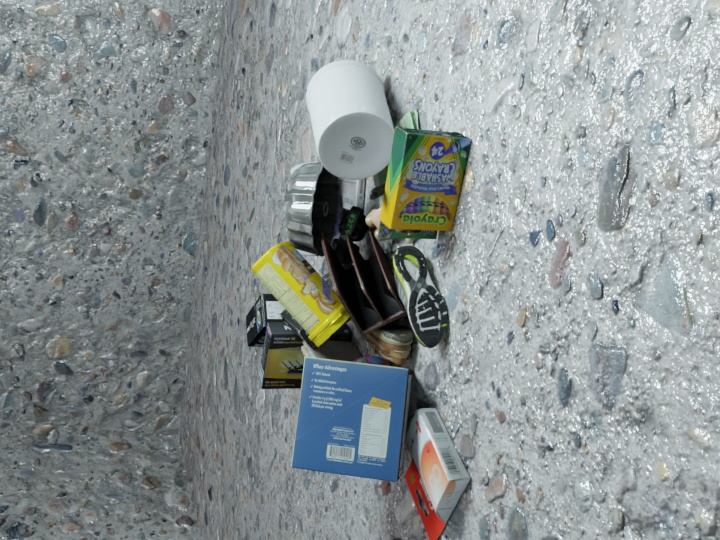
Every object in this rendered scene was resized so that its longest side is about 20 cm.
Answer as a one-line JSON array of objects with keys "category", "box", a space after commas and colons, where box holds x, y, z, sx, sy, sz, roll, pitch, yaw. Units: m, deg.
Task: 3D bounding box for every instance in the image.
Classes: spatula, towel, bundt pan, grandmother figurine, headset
[{"category": "spatula", "box": [0.054, -0.161, 1.341, 0.200, 0.020, 0.057, -46, -31, -62]}, {"category": "towel", "box": [-0.047, 0.217, 1.632, 0.200, 0.132, 0.035, -126, 47, -55]}, {"category": "bundt pan", "box": [-0.106, -0.132, 1.535, 0.202, 0.075, 0.203, 7, -90, -78]}, {"category": "grandmother figurine", "box": [0.079, -0.112, 1.433, 0.121, 0.061, 0.200, 49, 155, -13]}, {"category": "towel", "box": [0.077, -0.212, 1.497, 0.200, 0.023, 0.154, 136, 130, -57]}, {"category": "headset", "box": [-0.039, -0.073, 1.638, 0.200, 0.093, 0.124, 91, -161, -75]}]

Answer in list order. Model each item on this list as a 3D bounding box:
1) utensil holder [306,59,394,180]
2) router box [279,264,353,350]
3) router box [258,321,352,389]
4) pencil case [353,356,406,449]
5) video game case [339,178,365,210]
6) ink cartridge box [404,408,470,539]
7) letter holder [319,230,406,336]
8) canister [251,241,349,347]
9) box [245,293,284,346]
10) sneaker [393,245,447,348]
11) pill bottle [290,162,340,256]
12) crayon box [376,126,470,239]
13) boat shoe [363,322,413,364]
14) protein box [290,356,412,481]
[{"category": "utensil holder", "box": [-0.019, -0.306, 1.498, 0.201, 0.169, 0.171, -102, 25, -48]}, {"category": "router box", "box": [-0.067, 0.072, 1.621, 0.062, 0.200, 0.150, 53, 169, -22]}, {"category": "router box", "box": [-0.132, 0.202, 1.746, 0.052, 0.199, 0.158, -121, 38, -56]}, {"category": "pencil case", "box": [0.036, 0.275, 1.506, 0.088, 0.088, 0.201, 132, 131, -57]}, {"category": "video game case", "box": [-0.033, -0.240, 1.753, 0.200, 0.023, 0.184, -155, 67, -66]}, {"category": "ink cartridge box", "box": [0.118, 0.377, 1.346, 0.163, 0.050, 0.201, -115, 37, -47]}, {"category": "letter holder", "box": [0.000, 0.000, 1.459, 0.142, 0.100, 0.200, 58, -171, -38]}, {"category": "canister", "box": [-0.114, 0.042, 1.461, 0.087, 0.200, 0.149, -42, 0, 11]}, {"category": "box", "box": [-0.170, 0.126, 1.837, 0.164, 0.199, 0.087, 135, 132, -58]}, {"category": "sneaker", "box": [0.109, 0.055, 1.371, 0.081, 0.073, 0.201, 93, 166, -60]}, {"category": "pill bottle", "box": [-0.110, -0.148, 1.754, 0.120, 0.119, 0.201, -133, 34, -58]}, {"category": "crayon box", "box": [0.109, -0.142, 1.286, 0.052, 0.125, 0.201, -134, 48, -58]}, {"category": "boat shoe", "box": [0.042, 0.138, 1.501, 0.200, 0.075, 0.074, -150, 59, -66]}, {"category": "protein box", "box": [-0.011, 0.275, 1.385, 0.135, 0.197, 0.201, 53, -137, -78]}]
